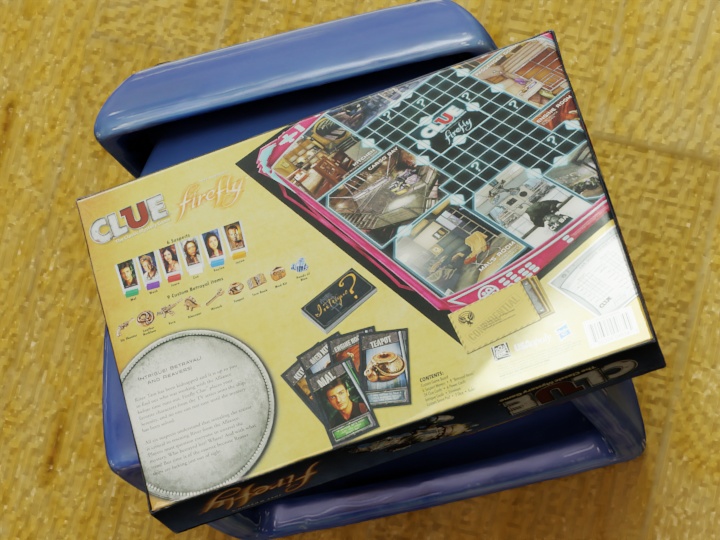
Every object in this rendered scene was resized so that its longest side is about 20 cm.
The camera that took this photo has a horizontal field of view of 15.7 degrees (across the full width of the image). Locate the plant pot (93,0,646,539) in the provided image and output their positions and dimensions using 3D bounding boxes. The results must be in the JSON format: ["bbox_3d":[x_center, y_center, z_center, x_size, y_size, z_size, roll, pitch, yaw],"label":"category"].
[{"bbox_3d":[0.000,0.000,1.126,0.199,0.200,0.181,-14,73,10],"label":"plant pot"}]

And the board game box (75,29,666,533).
[{"bbox_3d":[0.001,0.004,1.002,0.199,0.035,0.136,-19,67,7],"label":"board game box"}]
